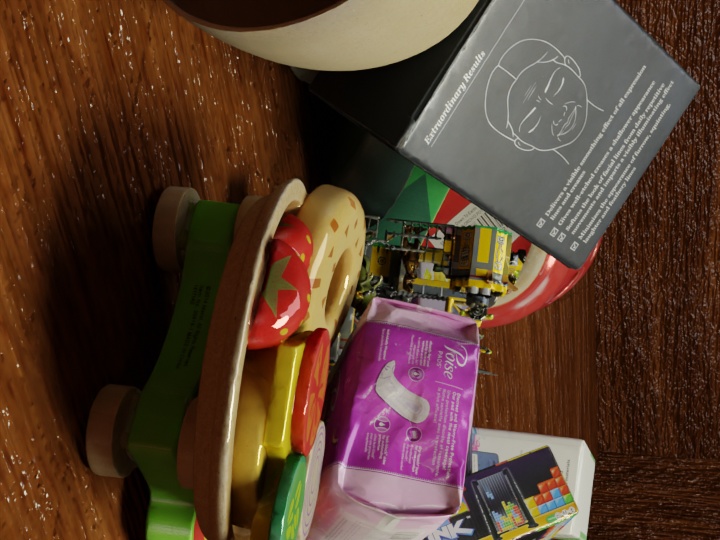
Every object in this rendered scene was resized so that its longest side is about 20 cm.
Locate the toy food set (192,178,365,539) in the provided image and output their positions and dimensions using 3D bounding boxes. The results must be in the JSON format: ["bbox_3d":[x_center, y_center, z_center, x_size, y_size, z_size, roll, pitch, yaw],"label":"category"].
[{"bbox_3d":[-0.039,0.054,0.620,0.200,0.048,0.200,-24,122,-84],"label":"toy food set"}]

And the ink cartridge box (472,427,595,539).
[{"bbox_3d":[0.111,0.196,1.157,0.145,0.199,0.088,46,52,-69],"label":"ink cartridge box"}]

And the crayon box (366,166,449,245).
[{"bbox_3d":[0.053,-0.131,0.945,0.127,0.050,0.201,-96,-154,-51],"label":"crayon box"}]

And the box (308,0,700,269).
[{"bbox_3d":[0.095,-0.116,0.787,0.200,0.107,0.149,29,97,-43],"label":"box"}]

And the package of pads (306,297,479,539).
[{"bbox_3d":[0.006,0.111,0.740,0.200,0.075,0.121,119,-17,-62],"label":"package of pads"}]

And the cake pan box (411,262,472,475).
[{"bbox_3d":[0.045,0.110,1.022,0.200,0.052,0.185,116,-19,-63],"label":"cake pan box"}]

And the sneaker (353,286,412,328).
[{"bbox_3d":[0.000,0.000,1.008,0.201,0.070,0.094,-87,-161,-48],"label":"sneaker"}]

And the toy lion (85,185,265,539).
[{"bbox_3d":[-0.086,0.081,0.714,0.192,0.068,0.201,79,19,-58],"label":"toy lion"}]

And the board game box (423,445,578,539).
[{"bbox_3d":[0.055,0.209,0.922,0.200,0.164,0.057,106,-36,-62],"label":"board game box"}]

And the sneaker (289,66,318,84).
[{"bbox_3d":[-0.024,-0.206,0.832,0.200,0.076,0.112,49,52,-73],"label":"sneaker"}]

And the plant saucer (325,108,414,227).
[{"bbox_3d":[0.014,-0.134,0.925,0.200,0.036,0.201,-165,-90,-75],"label":"plant saucer"}]

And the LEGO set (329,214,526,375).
[{"bbox_3d":[0.008,0.031,0.821,0.154,0.198,0.117,133,-35,-79],"label":"LEGO set"}]

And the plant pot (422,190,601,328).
[{"bbox_3d":[0.117,-0.051,1.138,0.182,0.199,0.202,-19,111,-71],"label":"plant pot"}]

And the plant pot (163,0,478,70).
[{"bbox_3d":[0.000,-0.187,0.656,0.134,0.199,0.202,32,61,-57],"label":"plant pot"}]
